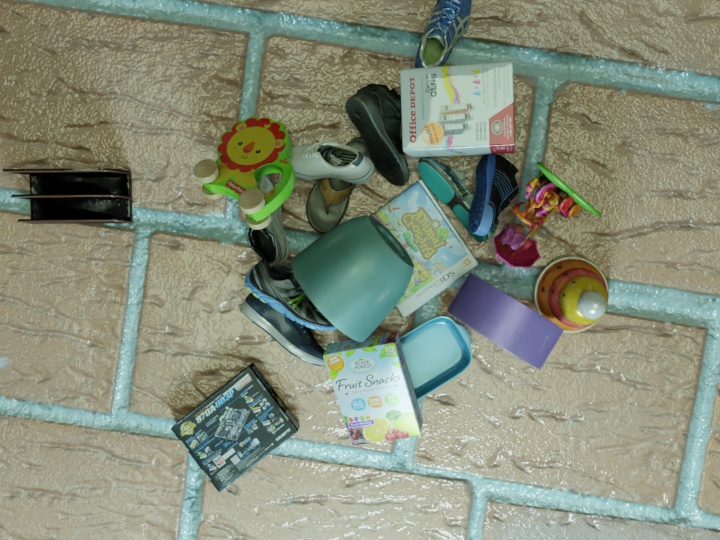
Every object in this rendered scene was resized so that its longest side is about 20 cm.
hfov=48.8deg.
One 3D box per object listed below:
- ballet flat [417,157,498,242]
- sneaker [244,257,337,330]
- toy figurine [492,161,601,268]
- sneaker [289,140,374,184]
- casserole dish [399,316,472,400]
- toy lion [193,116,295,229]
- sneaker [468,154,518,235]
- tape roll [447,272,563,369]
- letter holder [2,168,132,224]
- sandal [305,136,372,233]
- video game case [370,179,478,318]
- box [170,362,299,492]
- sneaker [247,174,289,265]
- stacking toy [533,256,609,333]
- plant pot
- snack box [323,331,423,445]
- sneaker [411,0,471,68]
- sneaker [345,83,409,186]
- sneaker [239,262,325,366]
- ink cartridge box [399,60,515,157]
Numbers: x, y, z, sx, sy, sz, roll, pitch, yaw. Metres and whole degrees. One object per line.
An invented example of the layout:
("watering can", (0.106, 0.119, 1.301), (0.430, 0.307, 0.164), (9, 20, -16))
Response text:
("ballet flat", (0.189, -0.145, 1.509), (0.074, 0.074, 0.201), (-39, 94, 2))
("sneaker", (-0.113, 0.045, 1.439), (0.198, 0.071, 0.083), (31, 94, -6))
("toy figurine", (0.318, -0.087, 1.457), (0.185, 0.199, 0.150), (-50, 62, 14))
("sneaker", (-0.069, -0.211, 1.467), (0.198, 0.071, 0.074), (9, 65, 27))
("casserole dish", (0.122, 0.170, 1.533), (0.199, 0.039, 0.122), (-31, 92, 1))
("toy lion", (-0.195, -0.195, 1.461), (0.199, 0.069, 0.192), (33, 70, 29))
("sneaker", (0.251, -0.136, 1.458), (0.077, 0.070, 0.202), (23, 53, -11))
("tape roll", (0.263, 0.091, 1.446), (0.199, 0.200, 0.086), (31, 92, -1))
("letter holder", (-0.542, -0.138, 1.473), (0.197, 0.142, 0.102), (0, 93, 0))
("sandal", (-0.038, -0.165, 1.509), (0.081, 0.055, 0.201), (36, 93, -1))
("video game case", (0.100, -0.042, 1.530), (0.181, 0.022, 0.201), (-35, 92, 2))
("box", (-0.242, 0.305, 1.539), (0.199, 0.046, 0.160), (-38, 92, 2))
("sneaker", (-0.184, -0.108, 1.483), (0.075, 0.115, 0.203), (-18, 92, 2))
("stacking toy", (0.404, 0.050, 1.442), (0.144, 0.200, 0.148), (0, 93, 0))
("plant pot", (0.000, 0.000, 1.432), (0.161, 0.201, 0.201), (-41, 92, 12))
("snack box", (0.026, 0.224, 1.488), (0.140, 0.053, 0.202), (-11, 110, 14))
("sneaker", (0.158, -0.447, 1.481), (0.075, 0.077, 0.202), (21, 93, 0))
("sneaker", (0.057, -0.263, 1.491), (0.114, 0.076, 0.201), (-47, 118, -33))
("sneaker", (-0.112, 0.076, 1.511), (0.202, 0.077, 0.147), (38, 95, 0))
("ink cartridge box", (0.174, -0.283, 1.416), (0.197, 0.145, 0.148), (-2, 94, 11))
